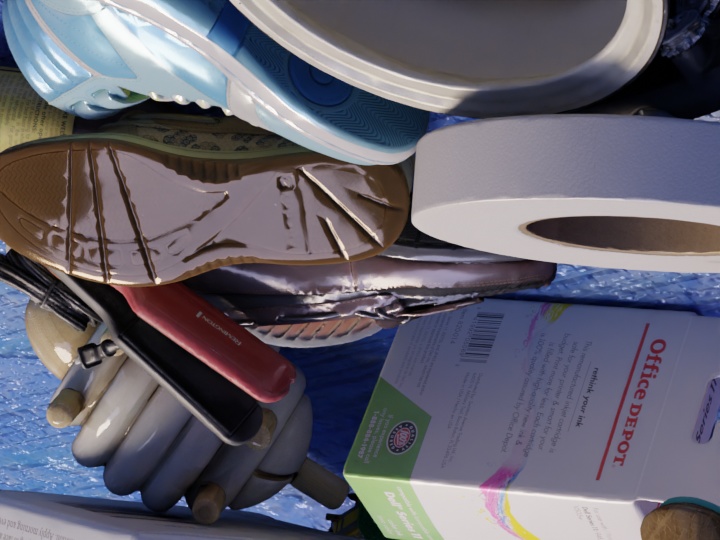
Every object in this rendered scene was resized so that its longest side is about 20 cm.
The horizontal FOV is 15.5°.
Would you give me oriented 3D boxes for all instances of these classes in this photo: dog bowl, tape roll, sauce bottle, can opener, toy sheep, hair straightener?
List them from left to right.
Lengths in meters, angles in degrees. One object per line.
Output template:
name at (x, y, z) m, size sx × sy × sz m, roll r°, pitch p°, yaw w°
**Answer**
sauce bottle at (-0.139, -0.063, 1.287) m, size 0.200 × 0.065 × 0.065 m, roll 8°, pitch 148°, yaw 13°
hair straightener at (-0.130, 0.022, 1.274) m, size 0.200 × 0.041 × 0.077 m, roll 33°, pitch 128°, yaw -1°
toy sheep at (-0.094, 0.071, 1.416) m, size 0.200 × 0.138 × 0.138 m, roll 38°, pitch 148°, yaw -4°
dog bowl at (0.033, -0.148, 1.038) m, size 0.200 × 0.074 × 0.200 m, roll 16°, pitch 151°, yaw 9°
can opener at (0.113, -0.077, 1.113) m, size 0.200 × 0.063 × 0.079 m, roll -15°, pitch 135°, yaw 45°
tape roll at (0.122, -0.030, 1.125) m, size 0.203 × 0.037 × 0.203 m, roll 4°, pitch 173°, yaw 0°

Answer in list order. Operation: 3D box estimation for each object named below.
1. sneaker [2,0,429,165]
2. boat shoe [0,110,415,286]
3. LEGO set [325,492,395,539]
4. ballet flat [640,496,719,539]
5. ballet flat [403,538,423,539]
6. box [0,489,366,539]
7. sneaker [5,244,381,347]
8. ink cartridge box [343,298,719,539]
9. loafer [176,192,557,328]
sneaker at (-0.071, -0.096, 1.187) m, size 0.200 × 0.080 × 0.131 m, roll 35°, pitch 147°, yaw -5°
boat shoe at (-0.074, -0.036, 1.229) m, size 0.200 × 0.063 × 0.073 m, roll 3°, pitch 114°, yaw 7°
LEGO set at (0.023, 0.236, 1.575) m, size 0.154 × 0.200 × 0.116 m, roll 9°, pitch 157°, yaw -22°
ballet flat at (0.172, 0.179, 1.098) m, size 0.068 × 0.072 × 0.200 m, roll -4°, pitch 136°, yaw 43°
ballet flat at (0.107, 0.133, 1.370) m, size 0.200 × 0.072 × 0.072 m, roll -19°, pitch 156°, yaw -19°
box at (-0.092, 0.198, 1.421) m, size 0.200 × 0.131 × 0.199 m, roll 9°, pitch 178°, yaw -34°
sneaker at (-0.080, -0.010, 1.350) m, size 0.200 × 0.071 × 0.080 m, roll 10°, pitch -168°, yaw -8°
ink cartridge box at (0.107, 0.080, 1.318) m, size 0.200 × 0.117 × 0.067 m, roll 4°, pitch 145°, yaw 28°
loafer at (0.000, 0.000, 1.274) m, size 0.200 × 0.072 × 0.063 m, roll 2°, pitch 115°, yaw 14°
